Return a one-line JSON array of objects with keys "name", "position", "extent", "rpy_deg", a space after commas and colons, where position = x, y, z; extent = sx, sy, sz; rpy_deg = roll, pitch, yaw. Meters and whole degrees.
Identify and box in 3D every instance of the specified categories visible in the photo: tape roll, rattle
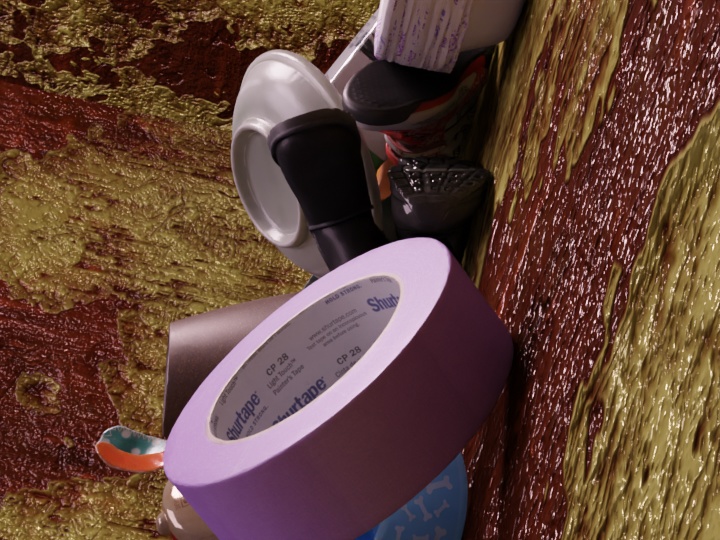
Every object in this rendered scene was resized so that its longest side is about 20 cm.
[{"name": "tape roll", "position": [-0.013, 0.071, 0.979], "extent": [0.199, 0.066, 0.200], "rpy_deg": [-35, 18, 13]}, {"name": "rattle", "position": [-0.078, 0.142, 1.268], "extent": [0.130, 0.199, 0.144], "rpy_deg": [19, 134, 52]}]

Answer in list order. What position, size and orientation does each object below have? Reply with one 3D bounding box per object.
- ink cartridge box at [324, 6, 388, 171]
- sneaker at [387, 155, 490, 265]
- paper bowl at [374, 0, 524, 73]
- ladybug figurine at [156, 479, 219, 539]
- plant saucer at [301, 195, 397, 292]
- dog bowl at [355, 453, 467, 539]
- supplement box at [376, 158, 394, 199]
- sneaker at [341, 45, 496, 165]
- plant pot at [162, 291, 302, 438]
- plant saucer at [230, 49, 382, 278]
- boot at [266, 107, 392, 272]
[{"name": "ink cartridge box", "position": [0.022, -0.169, 1.540], "extent": [0.200, 0.083, 0.147], "rpy_deg": [-51, 7, 7]}, {"name": "sneaker", "position": [0.057, -0.036, 1.299], "extent": [0.200, 0.075, 0.092], "rpy_deg": [-42, -44, -82]}, {"name": "paper bowl", "position": [0.076, -0.246, 1.306], "extent": [0.201, 0.103, 0.203], "rpy_deg": [-168, 90, -87]}, {"name": "ladybug figurine", "position": [-0.058, 0.184, 1.324], "extent": [0.136, 0.198, 0.073], "rpy_deg": [-116, 28, -51]}, {"name": "plant saucer", "position": [0.006, 0.016, 1.588], "extent": [0.201, 0.039, 0.202], "rpy_deg": [-46, -18, -20]}, {"name": "dog bowl", "position": [-0.001, 0.124, 1.087], "extent": [0.112, 0.049, 0.200], "rpy_deg": [-64, 30, 17]}, {"name": "supplement box", "position": [0.056, -0.136, 1.706], "extent": [0.201, 0.068, 0.067], "rpy_deg": [-86, 9, -59]}, {"name": "sneaker", "position": [0.042, -0.117, 1.386], "extent": [0.201, 0.067, 0.109], "rpy_deg": [-40, -30, -53]}, {"name": "plant pot", "position": [-0.063, 0.096, 1.457], "extent": [0.187, 0.198, 0.189], "rpy_deg": [-176, 90, -84]}, {"name": "plant saucer", "position": [-0.058, -0.076, 1.431], "extent": [0.200, 0.050, 0.202], "rpy_deg": [39, 140, 41]}, {"name": "boot", "position": [0.000, 0.000, 1.254], "extent": [0.165, 0.065, 0.202], "rpy_deg": [52, -161, -72]}]
